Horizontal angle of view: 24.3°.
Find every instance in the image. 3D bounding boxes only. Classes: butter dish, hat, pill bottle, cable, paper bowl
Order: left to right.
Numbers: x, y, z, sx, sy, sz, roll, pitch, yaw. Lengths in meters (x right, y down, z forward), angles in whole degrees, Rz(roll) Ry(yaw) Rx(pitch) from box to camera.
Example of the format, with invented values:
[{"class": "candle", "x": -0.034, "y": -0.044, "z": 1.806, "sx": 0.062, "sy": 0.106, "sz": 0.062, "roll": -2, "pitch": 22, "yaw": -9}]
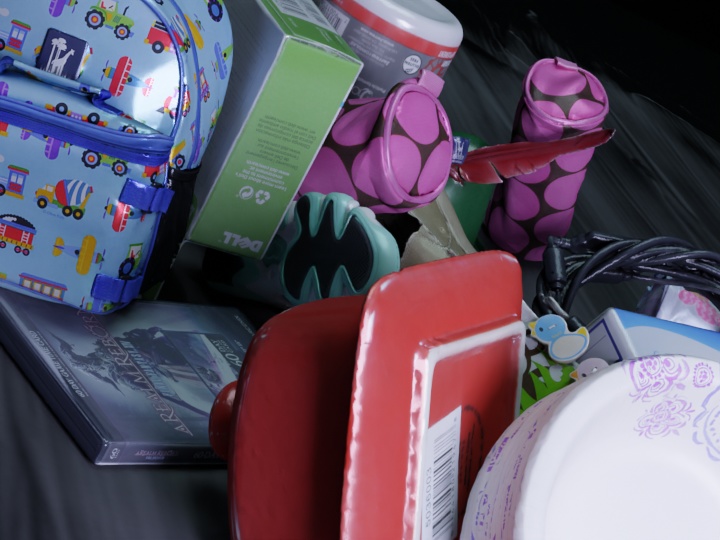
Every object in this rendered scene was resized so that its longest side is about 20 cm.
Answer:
[{"class": "pill bottle", "x": -0.014, "y": -0.124, "z": 1.286, "sx": 0.115, "sy": 0.201, "sz": 0.116, "roll": 25, "pitch": 20, "yaw": -10}, {"class": "butter dish", "x": -0.009, "y": 0.087, "z": 0.853, "sx": 0.146, "sy": 0.202, "sz": 0.199, "roll": 8, "pitch": 8, "yaw": 25}, {"class": "hat", "x": 0.085, "y": -0.112, "z": 1.431, "sx": 0.199, "sy": 0.177, "sz": 0.166, "roll": 28, "pitch": 20, "yaw": -4}, {"class": "paper bowl", "x": 0.143, "y": 0.150, "z": 0.833, "sx": 0.199, "sy": 0.104, "sz": 0.203, "roll": 8, "pitch": 70, "yaw": -22}, {"class": "cable", "x": 0.235, "y": 0.043, "z": 1.340, "sx": 0.198, "sy": 0.051, "sz": 0.164, "roll": 13, "pitch": 50, "yaw": -7}]

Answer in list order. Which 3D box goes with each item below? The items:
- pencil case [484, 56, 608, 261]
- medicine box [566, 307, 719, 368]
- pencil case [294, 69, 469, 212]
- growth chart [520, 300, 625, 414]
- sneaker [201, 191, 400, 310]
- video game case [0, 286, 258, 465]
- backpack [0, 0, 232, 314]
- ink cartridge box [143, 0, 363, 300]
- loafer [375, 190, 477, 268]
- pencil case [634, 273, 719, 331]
[{"class": "pencil case", "x": 0.162, "y": -0.101, "z": 1.489, "sx": 0.090, "sy": 0.201, "sz": 0.094, "roll": 18, "pitch": 54, "yaw": 2}, {"class": "medicine box", "x": 0.214, "y": 0.141, "z": 1.024, "sx": 0.181, "sy": 0.103, "sz": 0.201, "roll": 12, "pitch": 45, "yaw": -40}, {"class": "pencil case", "x": -0.029, "y": -0.083, "z": 1.164, "sx": 0.199, "sy": 0.095, "sz": 0.090, "roll": -3, "pitch": -15, "yaw": 39}, {"class": "growth chart", "x": 0.071, "y": 0.075, "z": 0.996, "sx": 0.200, "sy": 0.145, "sz": 0.018, "roll": 36, "pitch": -12, "yaw": 41}, {"class": "sneaker", "x": 0.000, "y": 0.000, "z": 1.100, "sx": 0.139, "sy": 0.079, "sz": 0.199, "roll": 17, "pitch": -4, "yaw": -34}, {"class": "video game case", "x": -0.108, "y": 0.062, "z": 0.970, "sx": 0.199, "sy": 0.019, "sz": 0.143, "roll": 8, "pitch": 29, "yaw": -48}, {"class": "backpack", "x": -0.170, "y": -0.097, "z": 0.968, "sx": 0.181, "sy": 0.202, "sz": 0.135, "roll": 22, "pitch": 14, "yaw": -1}, {"class": "ink cartridge box", "x": -0.082, "y": -0.077, "z": 1.071, "sx": 0.059, "sy": 0.201, "sz": 0.104, "roll": 16, "pitch": 24, "yaw": -31}, {"class": "loafer", "x": 0.052, "y": 0.008, "z": 1.222, "sx": 0.067, "sy": 0.076, "sz": 0.201, "roll": -6, "pitch": 53, "yaw": -38}, {"class": "pencil case", "x": 0.322, "y": 0.081, "z": 1.437, "sx": 0.199, "sy": 0.084, "sz": 0.091, "roll": 30, "pitch": 6, "yaw": 0}]
